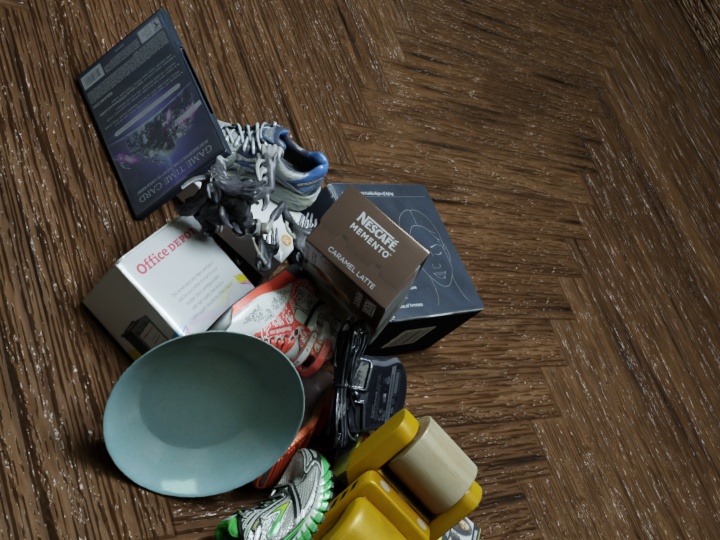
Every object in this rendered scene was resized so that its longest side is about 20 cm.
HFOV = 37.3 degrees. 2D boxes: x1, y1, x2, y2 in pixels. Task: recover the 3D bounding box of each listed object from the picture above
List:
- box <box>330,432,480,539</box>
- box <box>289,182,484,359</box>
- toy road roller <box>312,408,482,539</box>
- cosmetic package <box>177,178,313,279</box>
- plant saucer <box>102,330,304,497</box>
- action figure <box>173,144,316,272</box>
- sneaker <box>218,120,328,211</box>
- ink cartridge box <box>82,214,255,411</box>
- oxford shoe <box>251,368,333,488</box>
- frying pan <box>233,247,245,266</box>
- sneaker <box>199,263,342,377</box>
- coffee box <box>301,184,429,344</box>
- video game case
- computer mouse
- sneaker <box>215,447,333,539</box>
[{"bbox_3d":[0.051,0.279,1.255,0.200,0.050,0.076,42,37,-12],"label":"box"},{"bbox_3d":[0.028,-0.001,1.405,0.198,0.124,0.199,-3,64,-48],"label":"box"},{"bbox_3d":[0.026,0.261,1.122,0.123,0.200,0.146,45,14,-8],"label":"toy road roller"},{"bbox_3d":[-0.158,-0.090,1.316,0.200,0.051,0.083,42,53,-5],"label":"cosmetic package"},{"bbox_3d":[-0.154,0.134,1.051,0.199,0.202,0.039,25,20,-31],"label":"plant saucer"},{"bbox_3d":[-0.131,-0.078,1.188,0.200,0.117,0.103,45,31,-55],"label":"action figure"},{"bbox_3d":[-0.126,-0.149,1.281,0.197,0.085,0.078,20,52,-22],"label":"sneaker"},{"bbox_3d":[-0.179,0.057,1.164,0.200,0.085,0.148,48,34,-2],"label":"ink cartridge box"},{"bbox_3d":[-0.085,0.172,1.199,0.072,0.072,0.200,33,31,8],"label":"oxford shoe"},{"bbox_3d":[-0.155,-0.098,1.373,0.115,0.031,0.191,42,35,-10],"label":"frying pan"},{"bbox_3d":[-0.086,0.071,1.125,0.108,0.067,0.201,50,30,1],"label":"sneaker"},{"bbox_3d":[0.000,0.000,1.177,0.114,0.200,0.080,40,76,5],"label":"coffee box"},{"bbox_3d":[-0.244,-0.183,1.250,0.202,0.142,0.019,63,20,15],"label":"video game case"},{"bbox_3d":[0.000,0.131,1.206,0.200,0.052,0.141,28,69,-67],"label":"computer mouse"},{"bbox_3d":[-0.092,0.257,1.078,0.085,0.078,0.201,39,49,-10],"label":"sneaker"}]
